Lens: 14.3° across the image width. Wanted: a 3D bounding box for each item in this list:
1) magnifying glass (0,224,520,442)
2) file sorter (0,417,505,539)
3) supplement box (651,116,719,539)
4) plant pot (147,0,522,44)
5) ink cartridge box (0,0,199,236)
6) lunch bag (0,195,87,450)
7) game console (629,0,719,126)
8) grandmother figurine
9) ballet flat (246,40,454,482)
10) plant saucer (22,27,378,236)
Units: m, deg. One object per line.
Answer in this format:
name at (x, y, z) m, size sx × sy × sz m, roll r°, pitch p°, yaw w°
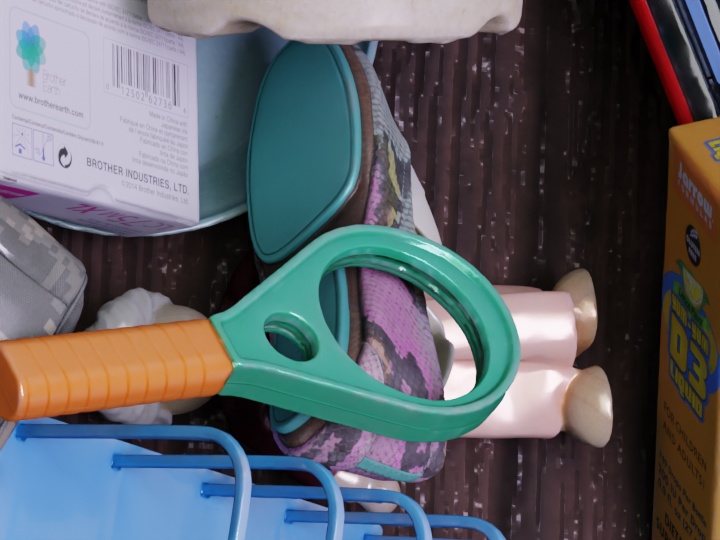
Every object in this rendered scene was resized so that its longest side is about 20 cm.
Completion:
magnifying glass at (-0.030, 0.024, 0.910) m, size 0.199 × 0.022 × 0.080 m, roll -7°, pitch 56°, yaw -38°
file sorter at (-0.029, 0.135, 0.976) m, size 0.200 × 0.122 × 0.139 m, roll 23°, pitch 71°, yaw -46°
supplement box at (0.148, 0.042, 1.056) m, size 0.069 × 0.067 × 0.201 m, roll -8°, pitch 121°, yaw -14°
plant pot at (-0.008, -0.175, 1.002) m, size 0.200 × 0.200 × 0.184 m, roll -2°, pitch 99°, yaw -14°
ink cartridge box at (-0.105, -0.120, 1.025) m, size 0.042 × 0.119 × 0.201 m, roll -5°, pitch 79°, yaw 31°
lunch bag at (-0.206, 0.028, 0.892) m, size 0.168 × 0.139 × 0.200 m, roll 40°, pitch 69°, yaw -20°
game console at (0.162, -0.135, 1.127) m, size 0.118 × 0.172 × 0.201 m, roll -22°, pitch 84°, yaw 11°
grandmother figurine at (-0.009, 0.030, 1.082) m, size 0.199 × 0.061 × 0.122 m, roll -2°, pitch 59°, yaw -16°
ballet flat at (0.000, 0.000, 1.027) m, size 0.071 × 0.069 × 0.200 m, roll 31°, pitch 34°, yaw -31°
plant saucer at (-0.092, -0.108, 1.100) m, size 0.199 × 0.036 × 0.201 m, roll 2°, pitch 79°, yaw -12°
